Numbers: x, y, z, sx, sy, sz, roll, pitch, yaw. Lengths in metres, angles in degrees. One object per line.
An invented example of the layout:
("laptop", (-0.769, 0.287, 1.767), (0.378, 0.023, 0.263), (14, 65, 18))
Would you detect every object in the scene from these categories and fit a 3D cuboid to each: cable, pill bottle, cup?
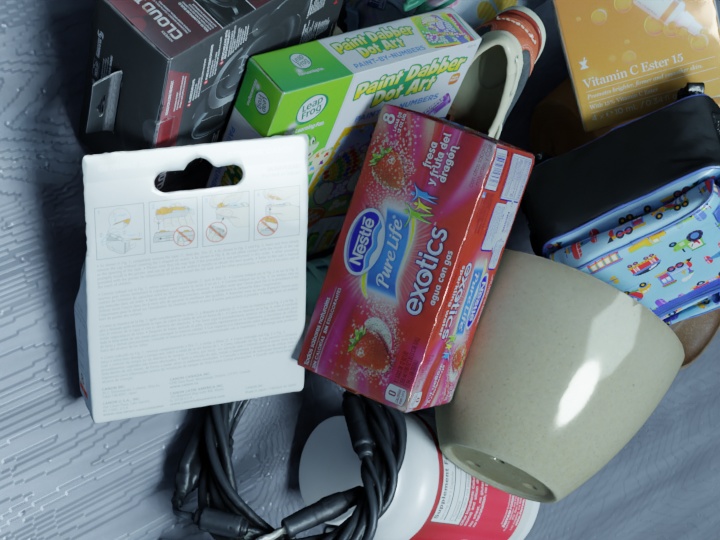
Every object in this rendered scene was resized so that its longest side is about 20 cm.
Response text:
("cable", (-0.044, 0.126, 1.123), (0.051, 0.161, 0.201), (88, 23, -56))
("pill bottle", (0.049, 0.175, 1.236), (0.199, 0.112, 0.114), (15, 85, -42))
("cup", (0.134, 0.095, 1.165), (0.200, 0.199, 0.144), (41, 68, -38))

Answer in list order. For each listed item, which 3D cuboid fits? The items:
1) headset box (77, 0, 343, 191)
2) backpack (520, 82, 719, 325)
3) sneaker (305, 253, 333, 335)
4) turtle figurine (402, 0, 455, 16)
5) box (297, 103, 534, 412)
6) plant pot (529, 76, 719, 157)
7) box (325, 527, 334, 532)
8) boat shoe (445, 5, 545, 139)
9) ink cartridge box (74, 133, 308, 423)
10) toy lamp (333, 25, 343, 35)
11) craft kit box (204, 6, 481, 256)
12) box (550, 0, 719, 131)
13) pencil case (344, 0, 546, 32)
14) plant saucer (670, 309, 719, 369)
("headset box", (-0.106, -0.150, 1.021), (0.199, 0.077, 0.149), (-36, 161, -33))
("backpack", (0.244, -0.024, 1.207), (0.200, 0.181, 0.136), (48, 26, -46))
("sneaker", (0.000, 0.000, 1.177), (0.199, 0.074, 0.082), (-7, 136, -51))
("turtle figurine", (0.011, -0.286, 1.093), (0.202, 0.100, 0.149), (61, 28, 4))
("box", (0.041, -0.008, 1.079), (0.099, 0.095, 0.202), (1, 109, -67))
("plant pot", (0.246, -0.115, 1.339), (0.139, 0.200, 0.202), (-26, 114, -19))
("box", (0.049, 0.254, 1.295), (0.199, 0.038, 0.042), (16, 85, -43))
("boat shoe", (0.085, -0.122, 1.200), (0.063, 0.071, 0.201), (-53, 174, -50))
("ink cartridge box", (-0.118, 0.000, 1.037), (0.160, 0.050, 0.202), (-8, 115, -20))
("toy lamp", (-0.033, -0.207, 1.148), (0.058, 0.058, 0.202), (-42, 124, -30))
("craft kit box", (-0.022, -0.091, 1.105), (0.199, 0.049, 0.199), (-22, 147, -39))
("box", (0.211, -0.232, 1.186), (0.098, 0.123, 0.202), (-87, 160, -62))
("pencil case", (0.078, -0.224, 1.226), (0.199, 0.090, 0.084), (-34, 130, -34))
("plant saucer", (0.329, 0.000, 1.502), (0.199, 0.036, 0.203), (-25, 124, -45))
